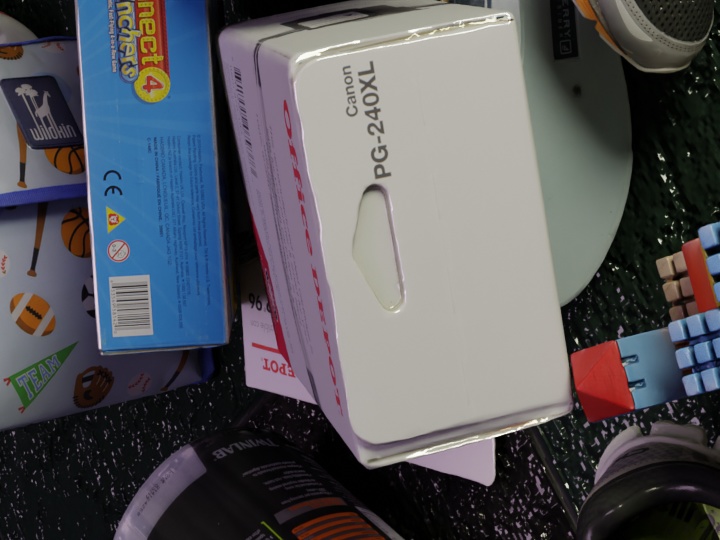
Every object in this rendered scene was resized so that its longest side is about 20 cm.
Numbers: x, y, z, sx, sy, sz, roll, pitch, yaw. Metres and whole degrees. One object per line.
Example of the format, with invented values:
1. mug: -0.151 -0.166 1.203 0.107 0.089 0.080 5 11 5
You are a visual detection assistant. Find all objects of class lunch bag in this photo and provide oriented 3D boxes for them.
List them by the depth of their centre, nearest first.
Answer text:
1. lunch bag: -0.180 -0.022 1.126 0.124 0.170 0.200 -2 97 51

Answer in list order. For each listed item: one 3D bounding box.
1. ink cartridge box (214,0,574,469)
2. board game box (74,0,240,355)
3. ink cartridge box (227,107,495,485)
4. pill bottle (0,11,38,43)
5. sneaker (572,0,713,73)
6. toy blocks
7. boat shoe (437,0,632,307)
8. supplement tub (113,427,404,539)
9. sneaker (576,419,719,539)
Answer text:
1. ink cartridge box: 0.008 -0.025 0.800 0.200 0.083 0.146 -140 39 -75
2. board game box: -0.090 -0.075 0.958 0.196 0.056 0.200 -102 9 -83
3. ink cartridge box: 0.000 0.000 0.972 0.116 0.068 0.200 10 107 54
4. pill bottle: -0.279 -0.127 1.283 0.200 0.112 0.112 29 122 46
5. sneaker: 0.117 -0.170 0.768 0.077 0.078 0.200 10 111 38
6. toy blocks: 0.159 0.004 0.699 0.200 0.137 0.100 -22 81 53
7. boat shoe: 0.060 -0.087 0.877 0.091 0.071 0.201 16 108 58
8. supplement tub: -0.022 0.171 1.002 0.200 0.122 0.123 38 128 43
9. sneaker: 0.160 0.115 0.734 0.200 0.087 0.074 22 112 23
